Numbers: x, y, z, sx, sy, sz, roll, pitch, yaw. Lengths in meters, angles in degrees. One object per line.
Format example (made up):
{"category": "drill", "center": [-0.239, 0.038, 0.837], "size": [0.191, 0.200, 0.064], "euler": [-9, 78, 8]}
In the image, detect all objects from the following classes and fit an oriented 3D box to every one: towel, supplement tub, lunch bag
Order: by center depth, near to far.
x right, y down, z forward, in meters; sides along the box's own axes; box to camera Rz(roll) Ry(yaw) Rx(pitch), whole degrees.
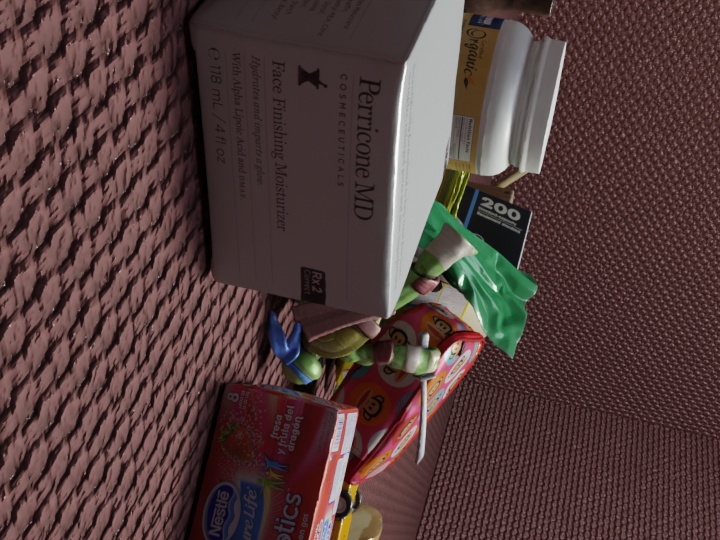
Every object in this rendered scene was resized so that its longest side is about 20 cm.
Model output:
{"category": "supplement tub", "center": [0.082, -0.169, 0.905], "size": [0.144, 0.199, 0.145], "euler": [12, 90, -80]}
{"category": "lunch bag", "center": [0.042, 0.127, 1.029], "size": [0.200, 0.082, 0.176], "euler": [-54, 163, 10]}
{"category": "towel", "center": [0.081, -0.134, 1.067], "size": [0.200, 0.018, 0.086], "euler": [-108, -150, -53]}

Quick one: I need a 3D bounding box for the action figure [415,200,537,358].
{"category": "action figure", "center": [0.091, -0.013, 0.961], "size": [0.055, 0.200, 0.118], "euler": [-29, -152, 36]}

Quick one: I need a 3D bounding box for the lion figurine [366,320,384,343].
{"category": "lion figurine", "center": [0.000, 0.000, 1.009], "size": [0.072, 0.123, 0.200], "euler": [-18, 144, -41]}

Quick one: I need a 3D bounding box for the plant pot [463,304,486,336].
{"category": "plant pot", "center": [0.078, -0.001, 1.219], "size": [0.200, 0.187, 0.188], "euler": [23, 79, -66]}

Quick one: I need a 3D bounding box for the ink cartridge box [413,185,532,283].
{"category": "ink cartridge box", "center": [0.097, -0.067, 1.116], "size": [0.200, 0.197, 0.043], "euler": [-66, 178, -52]}

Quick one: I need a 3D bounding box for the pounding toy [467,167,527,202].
{"category": "pounding toy", "center": [0.163, -0.074, 1.497], "size": [0.142, 0.183, 0.201], "euler": [-60, 159, -60]}

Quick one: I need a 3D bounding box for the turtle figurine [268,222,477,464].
{"category": "turtle figurine", "center": [0.017, 0.033, 0.892], "size": [0.194, 0.200, 0.144], "euler": [-51, -146, 2]}

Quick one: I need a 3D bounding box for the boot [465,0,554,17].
{"category": "boot", "center": [0.131, -0.366, 1.021], "size": [0.072, 0.166, 0.201], "euler": [-12, 105, -78]}

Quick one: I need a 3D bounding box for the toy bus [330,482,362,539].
{"category": "toy bus", "center": [-0.056, 0.310, 1.039], "size": [0.065, 0.078, 0.201], "euler": [39, 63, -77]}

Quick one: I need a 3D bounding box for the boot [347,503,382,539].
{"category": "boot", "center": [-0.030, 0.443, 1.396], "size": [0.201, 0.071, 0.145], "euler": [-50, 157, -62]}

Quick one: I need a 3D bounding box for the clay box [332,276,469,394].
{"category": "clay box", "center": [0.044, 0.074, 1.122], "size": [0.048, 0.114, 0.200], "euler": [-95, -158, -52]}

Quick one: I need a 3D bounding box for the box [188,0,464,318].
{"category": "box", "center": [-0.012, -0.113, 0.654], "size": [0.200, 0.130, 0.199], "euler": [-67, 165, -47]}

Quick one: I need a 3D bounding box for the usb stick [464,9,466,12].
{"category": "usb stick", "center": [0.069, -0.183, 1.017], "size": [0.033, 0.055, 0.201], "euler": [-12, 117, -55]}

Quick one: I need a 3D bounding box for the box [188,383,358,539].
{"category": "box", "center": [-0.073, 0.196, 0.767], "size": [0.100, 0.095, 0.201], "euler": [34, 68, -78]}
